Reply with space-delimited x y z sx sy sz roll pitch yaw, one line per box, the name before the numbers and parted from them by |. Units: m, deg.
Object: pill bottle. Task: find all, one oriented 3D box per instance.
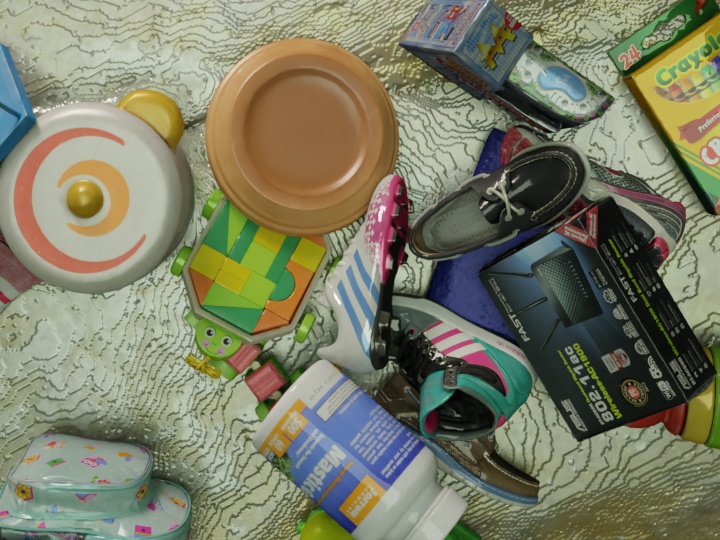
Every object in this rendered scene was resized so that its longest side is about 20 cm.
pill bottle | 0.003 0.189 1.245 0.200 0.112 0.112 40 94 8

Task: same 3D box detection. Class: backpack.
backpack | -0.265 0.253 1.296 0.198 0.176 0.155 14 99 -5

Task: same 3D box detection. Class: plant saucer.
plant saucer | -0.056 -0.136 1.304 0.198 0.037 0.203 1 86 -9

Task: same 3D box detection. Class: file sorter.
file sorter | -0.431 -0.137 1.240 0.200 0.139 0.122 -44 136 12

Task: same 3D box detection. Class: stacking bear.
stacking bear | 0.346 0.126 1.321 0.198 0.114 0.123 3 96 4

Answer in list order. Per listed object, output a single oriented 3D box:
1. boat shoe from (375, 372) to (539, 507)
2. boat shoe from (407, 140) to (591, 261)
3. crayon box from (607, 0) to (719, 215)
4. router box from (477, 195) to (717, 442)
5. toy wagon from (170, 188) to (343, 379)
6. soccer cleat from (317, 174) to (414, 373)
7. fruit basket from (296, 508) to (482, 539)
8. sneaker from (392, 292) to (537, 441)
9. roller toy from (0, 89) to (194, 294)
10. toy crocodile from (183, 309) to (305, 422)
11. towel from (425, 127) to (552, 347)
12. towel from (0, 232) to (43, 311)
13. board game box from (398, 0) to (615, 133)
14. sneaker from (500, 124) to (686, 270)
boat shoe | 0.105 0.174 1.339 0.199 0.072 0.073 29 94 -3
boat shoe | 0.128 -0.062 1.243 0.199 0.060 0.074 -22 93 38
crayon box | 0.356 -0.173 1.317 0.126 0.051 0.201 -35 94 4
router box | 0.221 0.049 1.237 0.062 0.150 0.201 -30 89 -40
toy wagon | -0.112 0.014 1.309 0.154 0.040 0.201 28 70 -3
soccer cleat | 0.000 0.000 1.286 0.085 0.070 0.202 3 76 20
fruit basket | 0.027 0.328 1.337 0.216 0.216 0.155 -46 134 4
sneaker | 0.069 0.104 1.295 0.198 0.121 0.084 22 131 10
roller toy | -0.257 -0.073 1.281 0.198 0.140 0.184 -12 96 1
toy crocodile | -0.101 0.106 1.338 0.067 0.062 0.200 -42 94 4
towel | 0.165 -0.029 1.335 0.146 0.050 0.202 23 95 3
towel | -0.424 0.033 1.297 0.199 0.144 0.023 -38 60 3
board game box | 0.137 -0.193 1.239 0.199 0.200 0.062 34 94 -3
sneaker | 0.223 -0.077 1.273 0.199 0.081 0.075 37 58 11
